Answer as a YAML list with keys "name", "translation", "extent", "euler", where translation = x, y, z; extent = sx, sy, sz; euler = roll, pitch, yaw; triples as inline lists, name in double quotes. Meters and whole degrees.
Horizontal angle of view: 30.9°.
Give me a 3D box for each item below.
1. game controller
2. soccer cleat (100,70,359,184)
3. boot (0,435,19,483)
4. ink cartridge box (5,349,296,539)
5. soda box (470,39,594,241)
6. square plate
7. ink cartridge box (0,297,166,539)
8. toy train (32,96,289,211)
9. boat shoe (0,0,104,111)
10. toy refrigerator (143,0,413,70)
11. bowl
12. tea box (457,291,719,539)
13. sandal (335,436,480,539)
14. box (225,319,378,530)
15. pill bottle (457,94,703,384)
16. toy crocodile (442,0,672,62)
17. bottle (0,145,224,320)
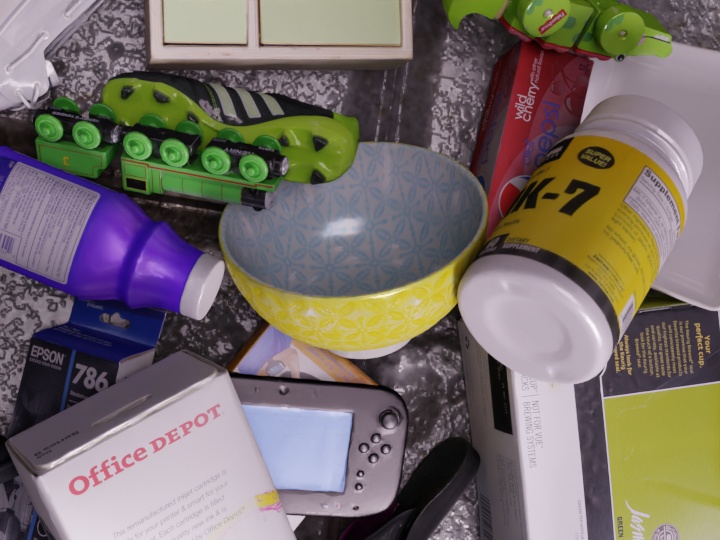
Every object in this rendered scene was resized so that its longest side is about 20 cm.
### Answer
- name: "game controller"
  translation: [-0.064, 0.131, 0.976]
  extent: [0.199, 0.042, 0.105]
  euler: [6, 90, -12]
- name: "soccer cleat"
  translation: [-0.098, -0.111, 0.995]
  extent: [0.199, 0.081, 0.068]
  euler: [14, 117, 7]
- name: "boot"
  translation: [-0.346, 0.077, 0.923]
  extent: [0.199, 0.076, 0.169]
  euler: [-3, 94, 2]
- name: "ink cartridge box"
  translation: [-0.133, 0.177, 0.896]
  extent: [0.145, 0.087, 0.201]
  euler: [-28, 112, -23]
- name: "soda box"
  translation: [0.124, -0.075, 1.024]
  extent: [0.063, 0.070, 0.201]
  euler: [16, 78, -12]
- name: "square plate"
  translation: [0.237, -0.083, 1.027]
  extent: [0.028, 0.200, 0.199]
  euler: [33, 81, -52]
- name: "ink cartridge box"
  translation: [-0.211, 0.115, 0.955]
  extent: [0.039, 0.099, 0.201]
  euler: [18, 84, -55]
- name: "toy train"
  translation: [-0.148, -0.082, 0.954]
  extent: [0.199, 0.042, 0.057]
  euler: [12, 127, 12]
- name: "boat shoe"
  translation: [-0.251, -0.156, 0.960]
  extent: [0.068, 0.072, 0.200]
  euler: [36, 74, -10]
- name: "toy refrigerator"
  translation: [-0.063, -0.195, 0.996]
  extent: [0.199, 0.070, 0.076]
  euler: [-1, 91, -12]
- name: "bowl"
  translation: [0.000, 0.000, 0.974]
  extent: [0.199, 0.200, 0.108]
  euler: [-17, 127, -12]
- name: "tea box"
  translation: [0.195, 0.126, 1.025]
  extent: [0.196, 0.134, 0.201]
  euler: [-5, 92, -12]
- name: "sandal"
  translation: [0.016, 0.204, 1.012]
  extent: [0.048, 0.075, 0.201]
  euler: [45, 67, -19]
- name: "box"
  translation: [-0.080, 0.141, 1.012]
  extent: [0.119, 0.041, 0.200]
  euler: [40, 80, -10]
- name: "pill bottle"
  translation: [0.162, -0.027, 0.924]
  extent: [0.114, 0.114, 0.200]
  euler: [43, 57, -10]
- name: "toy crocodile"
  translation: [0.155, -0.194, 0.997]
  extent: [0.199, 0.068, 0.062]
  euler: [7, 126, -31]
- name: "bottle"
  translation: [-0.198, -0.022, 0.943]
  extent: [0.199, 0.065, 0.084]
  euler: [21, 90, 7]
